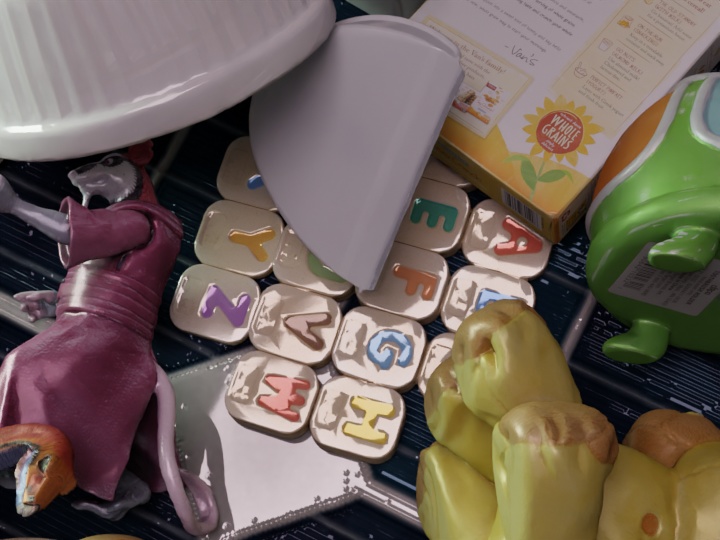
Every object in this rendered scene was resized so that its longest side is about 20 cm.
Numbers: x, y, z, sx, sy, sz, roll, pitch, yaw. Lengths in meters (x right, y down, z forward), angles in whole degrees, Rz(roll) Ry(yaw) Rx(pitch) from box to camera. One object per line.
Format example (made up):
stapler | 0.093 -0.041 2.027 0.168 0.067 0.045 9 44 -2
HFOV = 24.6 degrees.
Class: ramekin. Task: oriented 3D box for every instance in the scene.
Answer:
ramekin | -0.121 -0.143 0.853 0.201 0.203 0.095 -20 115 1

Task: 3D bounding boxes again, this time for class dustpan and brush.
dustpan and brush | -0.031 -0.094 0.902 0.200 0.057 0.140 33 112 27

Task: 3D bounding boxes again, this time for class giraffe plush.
giraffe plush | 0.132 0.116 0.795 0.161 0.173 0.201 -6 60 -17

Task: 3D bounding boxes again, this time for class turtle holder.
turtle holder | 0.207 -0.027 0.826 0.184 0.141 0.132 -2 56 14

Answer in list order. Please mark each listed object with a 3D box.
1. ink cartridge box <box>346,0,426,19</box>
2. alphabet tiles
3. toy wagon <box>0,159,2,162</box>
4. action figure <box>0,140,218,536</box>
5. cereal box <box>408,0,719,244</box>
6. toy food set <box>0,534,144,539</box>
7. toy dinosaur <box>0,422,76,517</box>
ink cartridge box | 0.015 -0.272 0.922 0.145 0.145 0.200 31 78 16
alphabet tiles | 0.000 0.000 0.909 0.195 0.015 0.201 16 75 12
toy wagon | -0.251 -0.102 0.959 0.154 0.040 0.201 -10 72 5
action figure | -0.130 0.023 0.857 0.148 0.134 0.201 13 78 10
cereal box | 0.116 -0.131 0.909 0.144 0.040 0.200 39 77 22
toy food set | -0.176 0.235 0.842 0.199 0.049 0.199 -2 73 6
toy dinosaur | -0.230 0.109 0.763 0.181 0.105 0.200 -41 103 -7
